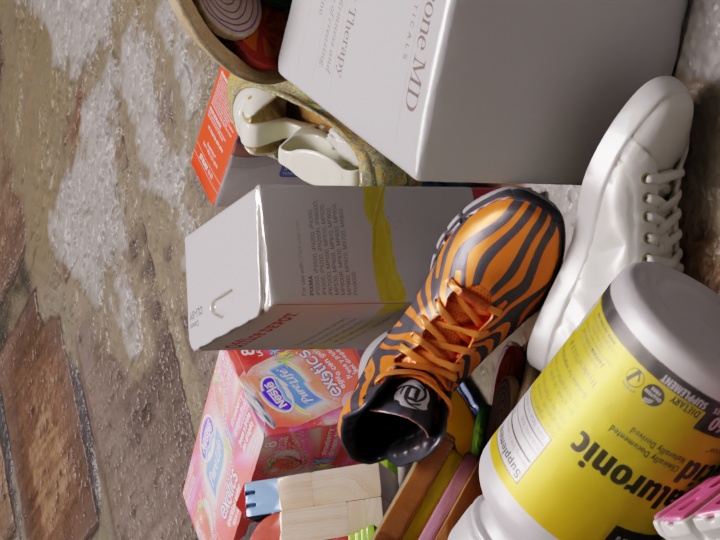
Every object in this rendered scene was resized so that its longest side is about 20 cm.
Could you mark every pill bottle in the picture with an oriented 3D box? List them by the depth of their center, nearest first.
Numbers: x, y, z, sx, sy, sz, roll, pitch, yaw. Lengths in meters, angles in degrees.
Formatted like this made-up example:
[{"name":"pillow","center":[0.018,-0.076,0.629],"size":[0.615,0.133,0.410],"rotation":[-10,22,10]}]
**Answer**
[{"name":"pill bottle","center":[0.136,0.102,1.129],"size":[0.200,0.111,0.111],"rotation":[-55,41,24]}]

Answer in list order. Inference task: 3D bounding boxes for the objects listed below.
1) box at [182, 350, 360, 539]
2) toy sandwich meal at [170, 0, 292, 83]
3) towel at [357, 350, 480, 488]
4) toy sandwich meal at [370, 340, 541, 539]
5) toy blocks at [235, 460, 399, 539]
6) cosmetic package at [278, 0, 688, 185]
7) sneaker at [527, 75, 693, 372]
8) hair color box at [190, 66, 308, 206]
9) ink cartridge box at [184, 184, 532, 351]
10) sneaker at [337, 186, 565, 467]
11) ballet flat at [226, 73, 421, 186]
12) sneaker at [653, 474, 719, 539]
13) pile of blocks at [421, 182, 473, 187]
[{"name":"box","center":[-0.062,0.140,1.528],"size":[0.200,0.102,0.095],"rotation":[107,145,-47]},{"name":"toy sandwich meal","center":[-0.059,-0.224,1.317],"size":[0.070,0.205,0.206],"rotation":[-8,82,34]},{"name":"towel","center":[0.027,0.100,1.479],"size":[0.200,0.024,0.147],"rotation":[57,138,46]},{"name":"toy sandwich meal","center":[0.055,0.129,1.285],"size":[0.205,0.070,0.205],"rotation":[-158,90,-89]},{"name":"toy blocks","center":[-0.039,0.222,1.419],"size":[0.100,0.136,0.200],"rotation":[45,-143,-65]},{"name":"cosmetic package","center":[0.075,-0.163,1.242],"size":[0.200,0.166,0.168],"rotation":[42,126,54]},{"name":"sneaker","center":[0.169,-0.012,1.183],"size":[0.085,0.073,0.200],"rotation":[33,119,32]},{"name":"hair color box","center":[-0.046,-0.143,1.530],"size":[0.064,0.111,0.200],"rotation":[59,139,44]},{"name":"ink cartridge box","center":[0.000,0.000,1.335],"size":[0.145,0.200,0.084],"rotation":[150,116,-62]},{"name":"sneaker","center":[0.054,0.047,1.204],"size":[0.200,0.078,0.112],"rotation":[-58,4,32]},{"name":"ballet flat","center":[-0.043,-0.094,1.402],"size":[0.200,0.071,0.071],"rotation":[30,117,37]},{"name":"sneaker","center":[0.244,0.139,1.015],"size":[0.200,0.074,0.088],"rotation":[-18,103,44]},{"name":"pile of blocks","center":[0.044,-0.089,1.431],"size":[0.200,0.082,0.062],"rotation":[4,50,53]}]
